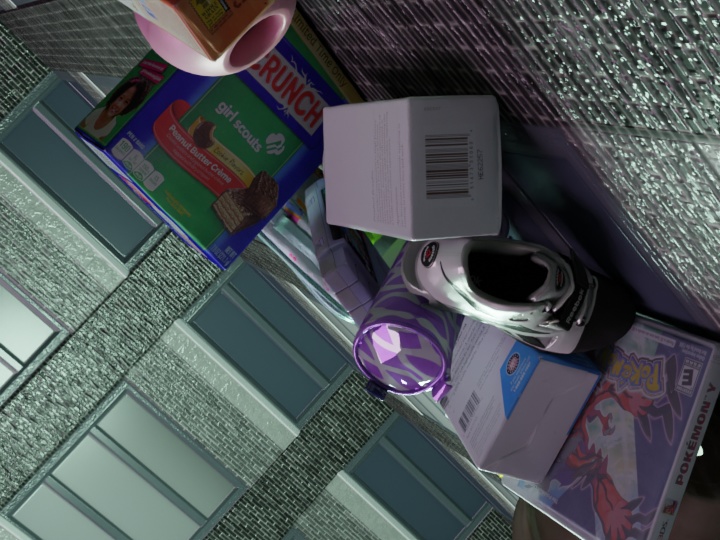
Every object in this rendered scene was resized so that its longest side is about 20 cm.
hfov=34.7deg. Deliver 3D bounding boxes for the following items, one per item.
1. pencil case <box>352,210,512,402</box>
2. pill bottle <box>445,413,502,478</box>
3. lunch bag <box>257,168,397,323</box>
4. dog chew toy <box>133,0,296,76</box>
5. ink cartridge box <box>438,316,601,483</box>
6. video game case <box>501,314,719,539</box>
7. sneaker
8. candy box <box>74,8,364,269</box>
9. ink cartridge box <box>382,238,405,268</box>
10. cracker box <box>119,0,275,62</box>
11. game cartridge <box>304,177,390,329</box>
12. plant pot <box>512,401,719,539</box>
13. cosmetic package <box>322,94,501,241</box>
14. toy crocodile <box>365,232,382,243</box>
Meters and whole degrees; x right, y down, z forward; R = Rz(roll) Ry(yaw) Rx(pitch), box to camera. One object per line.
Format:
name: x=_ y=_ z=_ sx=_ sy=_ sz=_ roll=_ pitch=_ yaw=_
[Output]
pencil case: x=0.063 y=0.014 z=0.942 sx=0.085 sy=0.200 sz=0.084 roll=28 pitch=137 yaw=0
pill bottle: x=0.219 y=0.243 z=1.642 sx=0.200 sy=0.104 sz=0.104 roll=39 pitch=171 yaw=21
lunch bag: x=-0.040 y=-0.035 z=1.325 sx=0.200 sy=0.077 sz=0.160 roll=44 pitch=-157 yaw=4
dog chew toy: x=-0.140 y=-0.242 z=0.860 sx=0.200 sy=0.124 sz=0.125 roll=49 pitch=172 yaw=10
ink cartridge box: x=0.119 y=0.077 z=1.015 sx=0.068 sy=0.116 sz=0.200 roll=16 pitch=-158 yaw=-24
video game case: x=0.198 y=0.123 z=0.930 sx=0.023 sy=0.183 sz=0.200 roll=17 pitch=-177 yaw=-26
sneaker: x=0.136 y=0.019 z=0.860 sx=0.200 sy=0.074 sz=0.088 roll=13 pitch=171 yaw=-24
candy box: x=-0.113 y=-0.130 z=0.990 sx=0.077 sy=0.200 sz=0.169 roll=30 pitch=166 yaw=48
ink cartridge box: x=0.123 y=0.052 z=1.208 sx=0.145 sy=0.083 sz=0.200 roll=31 pitch=166 yaw=48
cracker box: x=-0.117 y=-0.232 z=0.734 sx=0.200 sy=0.134 sz=0.058 roll=36 pitch=169 yaw=35
game cartridge: x=0.000 y=0.000 z=1.039 sx=0.130 sy=0.038 sz=0.200 roll=59 pitch=-173 yaw=-25
plant pot: x=0.250 y=0.198 z=0.989 sx=0.200 sy=0.200 sz=0.174 roll=39 pitch=138 yaw=21
cosmetic package: x=0.033 y=-0.080 z=0.875 sx=0.200 sy=0.074 sz=0.102 roll=-158 pitch=66 yaw=-71
toy crocodile: x=0.007 y=-0.073 z=1.183 sx=0.062 sy=0.067 sz=0.200 roll=45 pitch=170 yaw=13
